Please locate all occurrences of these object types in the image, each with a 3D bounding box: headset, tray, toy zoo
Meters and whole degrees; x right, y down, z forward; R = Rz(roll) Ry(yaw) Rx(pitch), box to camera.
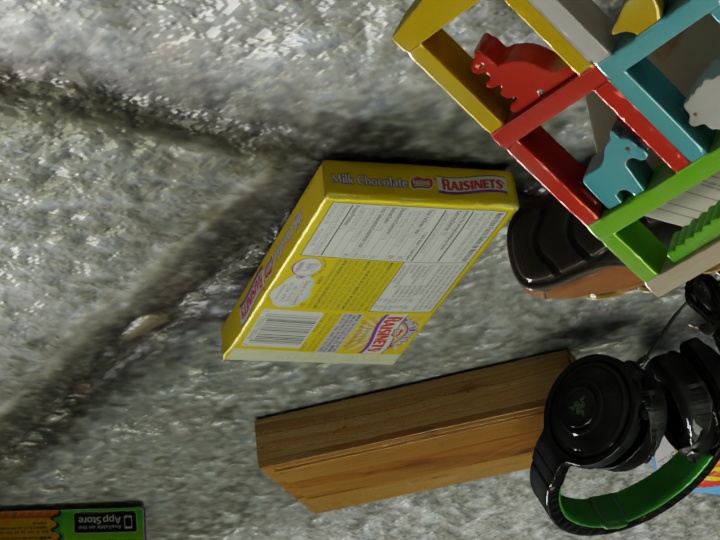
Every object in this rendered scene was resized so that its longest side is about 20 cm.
[{"bbox_3d":[0.173,0.086,1.370,0.123,0.094,0.200,-8,135,-26],"label":"headset"},{"bbox_3d":[0.046,0.103,1.472,0.200,0.037,0.099,-14,154,15],"label":"tray"},{"bbox_3d":[0.104,-0.085,0.991,0.200,0.020,0.131,43,133,-15],"label":"toy zoo"}]

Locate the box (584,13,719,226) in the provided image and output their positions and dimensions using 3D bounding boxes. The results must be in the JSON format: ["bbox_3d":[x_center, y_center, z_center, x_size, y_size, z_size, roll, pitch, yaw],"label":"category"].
[{"bbox_3d":[0.200,-0.092,1.036,0.095,0.078,0.200,12,150,-44],"label":"box"}]

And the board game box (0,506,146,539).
[{"bbox_3d":[-0.244,0.288,1.603,0.200,0.200,0.200,0,154,-10],"label":"board game box"}]

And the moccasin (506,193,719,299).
[{"bbox_3d":[0.172,-0.028,1.182,0.201,0.074,0.078,-27,157,31],"label":"moccasin"}]

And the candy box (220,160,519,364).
[{"bbox_3d":[0.000,0.000,1.254,0.102,0.026,0.200,1,154,-20],"label":"candy box"}]

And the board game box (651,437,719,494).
[{"bbox_3d":[0.311,0.083,1.465,0.196,0.056,0.200,8,152,-28],"label":"board game box"}]
